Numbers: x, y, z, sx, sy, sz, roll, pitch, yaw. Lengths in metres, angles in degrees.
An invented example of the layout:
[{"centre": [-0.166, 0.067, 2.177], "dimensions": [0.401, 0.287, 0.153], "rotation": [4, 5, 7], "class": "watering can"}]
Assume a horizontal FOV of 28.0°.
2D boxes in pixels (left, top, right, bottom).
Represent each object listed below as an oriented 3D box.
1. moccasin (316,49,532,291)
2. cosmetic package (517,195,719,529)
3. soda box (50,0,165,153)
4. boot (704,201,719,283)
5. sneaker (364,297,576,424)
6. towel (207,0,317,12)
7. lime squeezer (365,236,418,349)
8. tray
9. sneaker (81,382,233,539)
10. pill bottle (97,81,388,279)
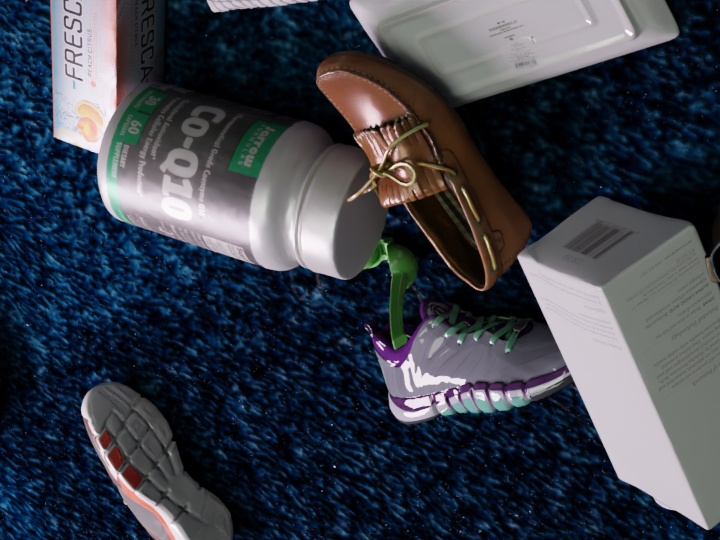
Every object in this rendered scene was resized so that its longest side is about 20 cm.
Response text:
[{"centre": [0.038, -0.067, 0.991], "dimensions": [0.073, 0.078, 0.202], "rotation": [-2, 136, 46], "class": "moccasin"}, {"centre": [0.197, 0.062, 0.967], "dimensions": [0.200, 0.081, 0.113], "rotation": [62, 166, -23], "class": "cosmetic package"}, {"centre": [-0.191, -0.190, 1.092], "dimensions": [0.063, 0.068, 0.201], "rotation": [21, 127, 19], "class": "soda box"}, {"centre": [0.302, -0.037, 0.867], "dimensions": [0.200, 0.097, 0.075], "rotation": [-19, 107, 38], "class": "boot"}, {"centre": [0.086, 0.057, 1.077], "dimensions": [0.200, 0.074, 0.088], "rotation": [-18, 103, 39], "class": "sneaker"}, {"centre": [-0.062, -0.273, 0.926], "dimensions": [0.165, 0.085, 0.201], "rotation": [11, 123, 56], "class": "towel"}, {"centre": [0.000, 0.000, 1.101], "dimensions": [0.200, 0.071, 0.038], "rotation": [36, 165, 47], "class": "lime squeezer"}, {"centre": [0.096, -0.161, 0.941], "dimensions": [0.199, 0.022, 0.107], "rotation": [-14, 127, 33], "class": "tray"}, {"centre": [-0.204, 0.197, 1.342], "dimensions": [0.082, 0.077, 0.200], "rotation": [-23, 104, 45], "class": "sneaker"}, {"centre": [-0.085, -0.066, 1.076], "dimensions": [0.199, 0.113, 0.114], "rotation": [17, 126, 22], "class": "pill bottle"}]
